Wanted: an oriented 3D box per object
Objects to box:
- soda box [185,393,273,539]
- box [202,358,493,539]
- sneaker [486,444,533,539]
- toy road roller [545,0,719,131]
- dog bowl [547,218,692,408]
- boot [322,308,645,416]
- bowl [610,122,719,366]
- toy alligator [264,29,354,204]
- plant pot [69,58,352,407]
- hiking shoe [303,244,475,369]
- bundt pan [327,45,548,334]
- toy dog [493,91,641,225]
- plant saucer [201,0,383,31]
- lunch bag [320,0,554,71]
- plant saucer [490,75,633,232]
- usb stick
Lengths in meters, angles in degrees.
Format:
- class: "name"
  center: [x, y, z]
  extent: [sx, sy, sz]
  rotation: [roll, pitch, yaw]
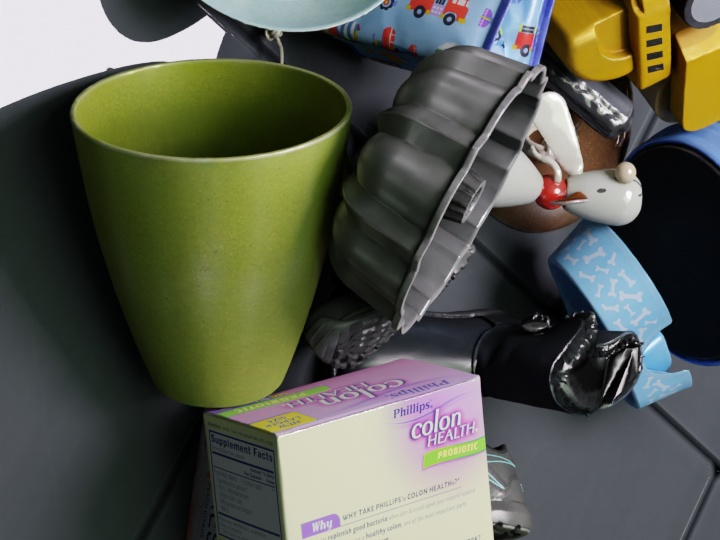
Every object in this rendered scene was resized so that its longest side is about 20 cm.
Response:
- class: "soda box"
  center: [-0.081, 0.188, 1.434]
  extent: [0.068, 0.063, 0.202]
  rotation: [10, 88, -37]
- class: "box"
  center: [-0.004, 0.181, 1.388]
  extent: [0.175, 0.096, 0.202]
  rotation: [-14, 104, -34]
- class: "sneaker"
  center: [0.046, 0.160, 1.539]
  extent: [0.199, 0.075, 0.080]
  rotation: [16, 62, -37]
- class: "toy road roller"
  center: [0.202, -0.190, 1.527]
  extent: [0.145, 0.123, 0.201]
  rotation: [-25, 145, -8]
- class: "dog bowl"
  center: [0.205, 0.039, 1.597]
  extent: [0.049, 0.112, 0.200]
  rotation: [-35, 143, -4]
- class: "boot"
  center: [0.094, 0.070, 1.496]
  extent: [0.199, 0.167, 0.077]
  rotation: [-8, 98, -36]
- class: "bowl"
  center: [0.272, -0.018, 1.607]
  extent: [0.039, 0.200, 0.203]
  rotation: [-17, 103, -31]
- class: "toy alligator"
  center: [-0.048, -0.098, 1.432]
  extent: [0.201, 0.054, 0.059]
  rotation: [64, 9, 13]
- class: "plant pot"
  center: [-0.098, -0.018, 1.354]
  extent: [0.186, 0.187, 0.202]
  rotation: [-19, 122, -35]
- class: "hiking shoe"
  center: [0.000, 0.000, 1.458]
  extent: [0.101, 0.076, 0.200]
  rotation: [44, 33, 8]
- class: "bundt pan"
  center: [0.044, -0.063, 1.325]
  extent: [0.075, 0.202, 0.203]
  rotation: [30, 70, 9]
- class: "toy dog"
  center: [0.119, -0.088, 1.481]
  extent: [0.198, 0.097, 0.133]
  rotation: [-10, 57, -28]
- class: "plant saucer"
  center: [-0.057, -0.251, 1.402]
  extent: [0.199, 0.039, 0.203]
  rotation: [4, 70, -11]
- class: "lunch bag"
  center: [0.072, -0.243, 1.441]
  extent: [0.094, 0.150, 0.202]
  rotation: [21, 86, -61]
- class: "plant saucer"
  center: [0.157, -0.131, 1.615]
  extent: [0.199, 0.037, 0.203]
  rotation: [-4, 96, -37]
- class: "usb stick"
  center: [0.132, -0.176, 1.544]
  extent: [0.200, 0.033, 0.056]
  rotation: [40, 28, -7]
